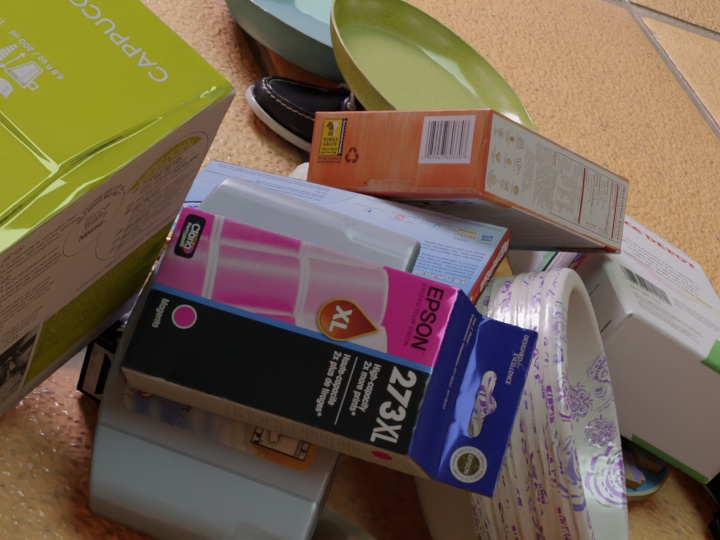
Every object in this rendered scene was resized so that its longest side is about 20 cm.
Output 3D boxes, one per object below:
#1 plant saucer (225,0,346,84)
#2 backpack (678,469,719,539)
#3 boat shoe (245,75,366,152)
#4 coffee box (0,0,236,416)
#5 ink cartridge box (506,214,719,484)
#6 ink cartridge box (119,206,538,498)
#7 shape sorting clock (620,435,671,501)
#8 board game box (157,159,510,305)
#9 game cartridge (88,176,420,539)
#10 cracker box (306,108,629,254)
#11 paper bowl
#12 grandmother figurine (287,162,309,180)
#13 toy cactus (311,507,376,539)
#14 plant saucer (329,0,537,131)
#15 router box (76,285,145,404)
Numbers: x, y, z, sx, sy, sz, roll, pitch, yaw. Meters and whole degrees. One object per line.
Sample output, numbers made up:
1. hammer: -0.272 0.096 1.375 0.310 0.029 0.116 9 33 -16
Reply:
1. plant saucer: -0.036 -0.200 1.284 0.199 0.036 0.200 24 22 -10
2. backpack: 0.356 0.138 1.173 0.199 0.151 0.178 16 36 -39
3. boat shoe: 0.005 -0.117 1.223 0.199 0.060 0.074 22 33 -25
4. coffee box: -0.215 -0.048 0.739 0.200 0.198 0.200 42 48 8
5. ink cartridge box: 0.200 0.040 1.131 0.144 0.084 0.200 31 22 -22
6. ink cartridge box: -0.014 0.041 0.792 0.199 0.037 0.095 17 69 4
7. shape sorting clock: 0.144 0.086 1.120 0.199 0.039 0.201 26 34 -19
8. board game box: -0.020 -0.017 0.920 0.199 0.020 0.103 14 32 17
9. game cartridge: -0.061 0.051 0.823 0.132 0.042 0.201 20 69 3
10. cracker box: 0.076 -0.057 1.027 0.200 0.133 0.058 18 78 -54
11. paper bowl: 0.095 0.104 0.933 0.201 0.104 0.202 -10 90 -72
12. grandmother figurine: 0.000 0.000 1.073 0.121 0.061 0.200 -4 47 -38
13. toy cactus: 0.015 0.187 0.820 0.199 0.103 0.165 -15 30 -23
14. plant saucer: 0.052 -0.139 1.189 0.199 0.031 0.200 30 30 -19
15. router box: -0.052 0.042 0.926 0.149 0.051 0.200 30 37 10
